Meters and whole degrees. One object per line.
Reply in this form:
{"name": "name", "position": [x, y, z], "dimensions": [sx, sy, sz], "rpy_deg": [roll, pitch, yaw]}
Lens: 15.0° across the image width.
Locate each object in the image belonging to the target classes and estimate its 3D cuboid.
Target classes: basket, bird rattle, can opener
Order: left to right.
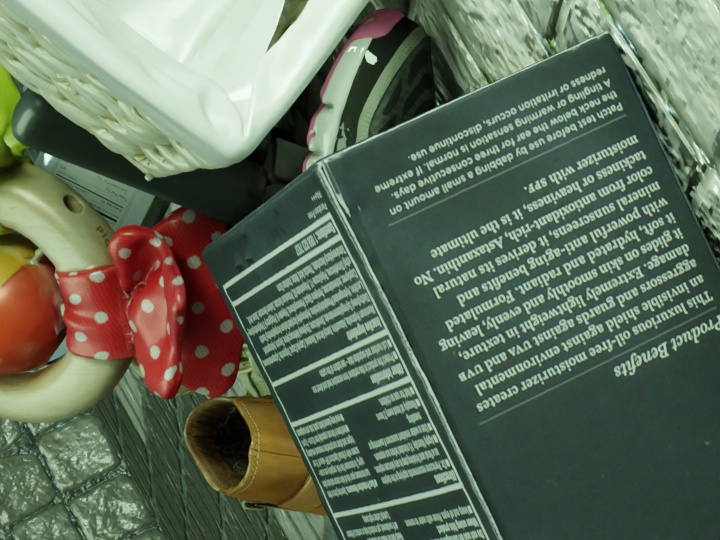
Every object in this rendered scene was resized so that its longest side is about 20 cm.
{"name": "bird rattle", "position": [-0.145, 0.000, 1.251], "dimensions": [0.200, 0.113, 0.163], "rpy_deg": [35, 129, -5]}
{"name": "basket", "position": [-0.100, -0.143, 1.053], "dimensions": [0.200, 0.136, 0.123], "rpy_deg": [39, 164, -12]}
{"name": "can opener", "position": [-0.054, -0.054, 1.204], "dimensions": [0.053, 0.199, 0.067], "rpy_deg": [-87, 20, -48]}

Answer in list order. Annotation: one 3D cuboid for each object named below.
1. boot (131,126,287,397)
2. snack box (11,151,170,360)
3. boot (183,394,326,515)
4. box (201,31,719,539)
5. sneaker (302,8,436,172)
{"name": "boot", "position": [-0.057, 0.038, 1.456], "dimensions": [0.200, 0.072, 0.155], "rpy_deg": [-73, -30, -52]}
{"name": "snack box", "position": [-0.124, -0.056, 1.396], "dimensions": [0.067, 0.201, 0.169], "rpy_deg": [25, 166, -2]}
{"name": "boot", "position": [-0.011, 0.091, 1.302], "dimensions": [0.200, 0.154, 0.077], "rpy_deg": [-169, 83, -70]}
{"name": "box", "position": [0.053, 0.044, 0.987], "dimensions": [0.199, 0.123, 0.200], "rpy_deg": [65, 164, 1]}
{"name": "sneaker", "position": [0.029, -0.012, 1.140], "dimensions": [0.087, 0.074, 0.201], "rpy_deg": [11, 117, 24]}
